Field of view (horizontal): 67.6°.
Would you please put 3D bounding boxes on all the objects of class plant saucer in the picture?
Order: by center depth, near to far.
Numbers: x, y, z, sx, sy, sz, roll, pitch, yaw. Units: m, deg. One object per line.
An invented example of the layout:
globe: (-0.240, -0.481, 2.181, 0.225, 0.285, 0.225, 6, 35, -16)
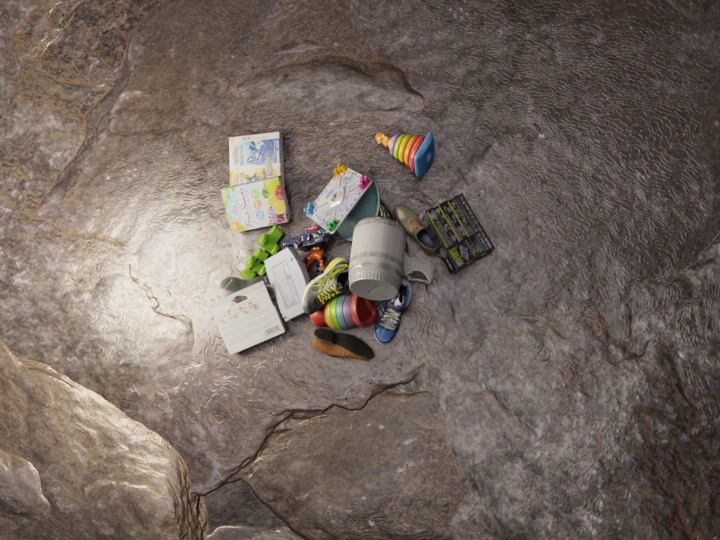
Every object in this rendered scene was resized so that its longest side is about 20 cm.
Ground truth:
plant saucer: (-0.005, -0.192, 1.680, 0.197, 0.038, 0.208, -10, 76, 42)

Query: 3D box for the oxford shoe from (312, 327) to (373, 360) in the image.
oxford shoe: (-0.054, 0.240, 1.654, 0.194, 0.072, 0.073, 19, 123, 2)

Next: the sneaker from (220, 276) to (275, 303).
sneaker: (-0.346, 0.067, 1.714, 0.193, 0.081, 0.072, 4, 49, -10)

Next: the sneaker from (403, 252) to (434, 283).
sneaker: (0.129, -0.009, 1.624, 0.194, 0.089, 0.077, 13, 122, 5)

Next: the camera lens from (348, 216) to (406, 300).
camera lens: (0.048, -0.038, 1.537, 0.155, 0.161, 0.206, 4, 65, 9)

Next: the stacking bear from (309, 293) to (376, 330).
stacking bear: (-0.067, 0.126, 1.628, 0.195, 0.114, 0.124, -10, 115, 31)

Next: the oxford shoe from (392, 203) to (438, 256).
oxford shoe: (0.174, -0.135, 1.657, 0.071, 0.074, 0.200, -44, 79, 0)

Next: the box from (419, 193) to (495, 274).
box: (0.291, -0.113, 1.620, 0.157, 0.044, 0.204, -25, 79, -22)

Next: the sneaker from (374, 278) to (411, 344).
sneaker: (0.095, 0.119, 1.594, 0.079, 0.147, 0.205, 22, 84, 2)

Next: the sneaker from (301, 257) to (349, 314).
sneaker: (-0.095, 0.049, 1.586, 0.202, 0.075, 0.084, -52, 39, -9)

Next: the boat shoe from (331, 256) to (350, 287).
boat shoe: (0.000, 0.000, 1.666, 0.193, 0.071, 0.094, -5, 83, 9)

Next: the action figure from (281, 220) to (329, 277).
action figure: (-0.158, -0.059, 1.705, 0.195, 0.104, 0.200, -3, 74, 36)

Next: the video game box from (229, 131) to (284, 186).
video game box: (-0.343, -0.347, 1.777, 0.176, 0.047, 0.207, -5, 82, 10)

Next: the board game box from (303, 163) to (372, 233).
board game box: (-0.076, -0.229, 1.667, 0.202, 0.026, 0.199, -52, 37, -1)

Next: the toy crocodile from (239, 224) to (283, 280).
toy crocodile: (-0.318, -0.055, 1.729, 0.067, 0.061, 0.203, 33, 86, -30)

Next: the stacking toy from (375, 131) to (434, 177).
stacking toy: (0.130, -0.389, 1.694, 0.196, 0.110, 0.118, 26, 71, 22)

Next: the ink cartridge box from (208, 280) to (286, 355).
ink cartridge box: (-0.352, 0.146, 1.685, 0.195, 0.044, 0.178, -22, 98, 5)

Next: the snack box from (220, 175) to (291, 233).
snack box: (-0.333, -0.212, 1.727, 0.193, 0.053, 0.147, -10, 106, 7)

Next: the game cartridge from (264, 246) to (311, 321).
game cartridge: (-0.215, 0.040, 1.656, 0.131, 0.040, 0.205, -24, 84, 33)

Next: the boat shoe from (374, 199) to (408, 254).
boat shoe: (0.089, -0.131, 1.673, 0.070, 0.065, 0.205, -25, 80, 3)
